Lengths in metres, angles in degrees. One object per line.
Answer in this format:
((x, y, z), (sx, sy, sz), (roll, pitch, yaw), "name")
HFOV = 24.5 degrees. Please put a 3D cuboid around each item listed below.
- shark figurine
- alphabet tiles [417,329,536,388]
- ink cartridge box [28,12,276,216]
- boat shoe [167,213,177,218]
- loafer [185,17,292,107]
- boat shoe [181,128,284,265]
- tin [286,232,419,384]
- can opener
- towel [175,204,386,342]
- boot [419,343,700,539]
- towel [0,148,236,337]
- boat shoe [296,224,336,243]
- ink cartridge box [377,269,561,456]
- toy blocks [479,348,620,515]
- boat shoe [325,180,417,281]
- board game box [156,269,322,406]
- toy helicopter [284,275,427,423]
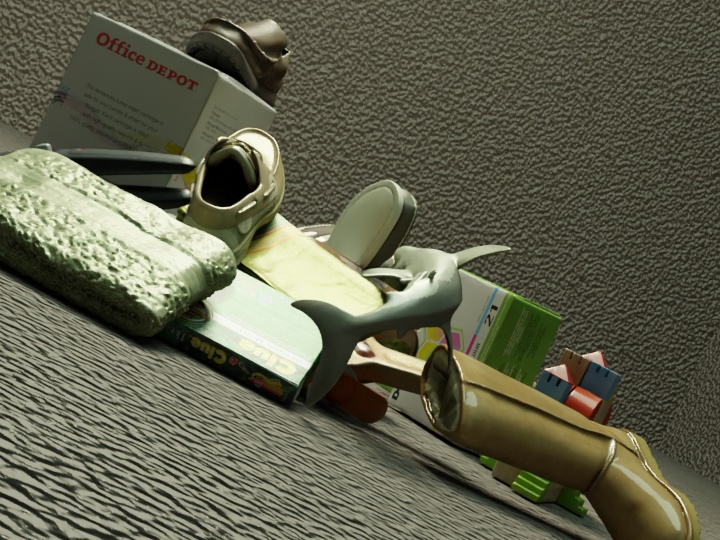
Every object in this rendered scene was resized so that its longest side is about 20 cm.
((0.042, 0.039, 1.232), (0.127, 0.091, 0.214), (-5, 14, 23), "shark figurine")
((0.117, 0.096, 1.732), (0.201, 0.015, 0.196), (55, -23, 3), "alphabet tiles")
((-0.199, -0.103, 1.516), (0.146, 0.202, 0.144), (27, 1, 20), "ink cartridge box")
((-0.168, -0.003, 1.354), (0.071, 0.071, 0.201), (32, 8, 17), "boat shoe")
((-0.110, -0.209, 1.555), (0.072, 0.072, 0.200), (28, -1, 6), "loafer")
((-0.100, -0.073, 1.341), (0.071, 0.066, 0.201), (17, 32, 3), "boat shoe")
((-0.034, 0.034, 1.439), (0.111, 0.042, 0.199), (-30, -48, 34), "tin")
((-0.234, -0.076, 1.375), (0.197, 0.064, 0.079), (-5, 16, 6), "can opener")
((-0.056, -0.006, 1.332), (0.199, 0.018, 0.086), (36, 41, 30), "towel")
((0.149, 0.150, 1.271), (0.198, 0.067, 0.175), (26, 17, -25), "boot")
((-0.195, -0.027, 1.169), (0.199, 0.037, 0.148), (30, 26, 11), "towel")
((-0.084, -0.011, 1.524), (0.199, 0.072, 0.060), (-22, 58, -43), "boat shoe")
((0.079, 0.072, 1.598), (0.075, 0.149, 0.199), (24, 2, -40), "ink cartridge box")
((0.184, 0.134, 1.484), (0.099, 0.138, 0.200), (27, 1, 19), "toy blocks")
((0.000, -0.002, 1.481), (0.060, 0.202, 0.073), (15, 43, -26), "boat shoe")
((-0.119, 0.022, 1.217), (0.198, 0.024, 0.105), (28, 27, 5), "board game box")
((0.005, 0.075, 1.327), (0.198, 0.080, 0.133), (17, 23, -5), "toy helicopter")
